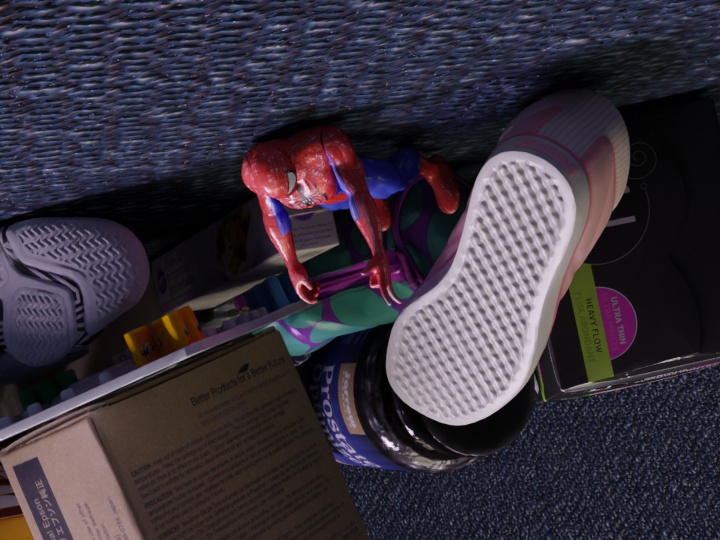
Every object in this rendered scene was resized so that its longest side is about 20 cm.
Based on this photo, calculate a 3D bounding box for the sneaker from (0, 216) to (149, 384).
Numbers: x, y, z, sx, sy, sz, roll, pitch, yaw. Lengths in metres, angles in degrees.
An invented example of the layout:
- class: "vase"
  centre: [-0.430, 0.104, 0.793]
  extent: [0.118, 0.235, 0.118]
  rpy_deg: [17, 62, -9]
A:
- class: "sneaker"
  centre: [-0.178, 0.016, 0.905]
  extent: [0.199, 0.075, 0.115]
  rpy_deg: [-23, 179, 28]

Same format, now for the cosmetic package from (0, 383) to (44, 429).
- class: "cosmetic package"
  centre: [-0.302, 0.136, 1.028]
  extent: [0.090, 0.200, 0.107]
  rpy_deg: [14, 144, 29]

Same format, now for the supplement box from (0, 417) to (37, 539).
- class: "supplement box"
  centre: [-0.244, 0.207, 0.945]
  extent: [0.132, 0.201, 0.197]
  rpy_deg: [19, -169, 31]

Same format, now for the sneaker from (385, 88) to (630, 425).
- class: "sneaker"
  centre: [0.082, -0.009, 0.846]
  extent: [0.105, 0.075, 0.201]
  rpy_deg: [-51, 168, -45]

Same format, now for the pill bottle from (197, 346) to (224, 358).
- class: "pill bottle"
  centre: [-0.152, 0.107, 1.236]
  extent: [0.113, 0.114, 0.200]
  rpy_deg: [-10, 171, -19]

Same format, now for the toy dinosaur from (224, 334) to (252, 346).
- class: "toy dinosaur"
  centre: [-0.040, 0.037, 1.245]
  extent: [0.199, 0.058, 0.101]
  rpy_deg: [-18, -175, 16]

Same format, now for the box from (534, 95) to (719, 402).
- class: "box"
  centre: [0.156, -0.005, 0.994]
  extent: [0.124, 0.149, 0.200]
  rpy_deg: [-13, 174, 0]

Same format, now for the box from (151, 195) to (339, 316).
- class: "box"
  centre: [-0.074, -0.010, 0.994]
  extent: [0.041, 0.039, 0.200]
  rpy_deg: [-9, 173, -27]

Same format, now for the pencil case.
- class: "pencil case"
  centre: [0.000, 0.000, 1.026]
  extent: [0.092, 0.085, 0.200]
  rpy_deg: [-27, -177, -37]

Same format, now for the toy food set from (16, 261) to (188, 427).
- class: "toy food set"
  centre: [-0.196, 0.086, 1.123]
  extent: [0.199, 0.144, 0.060]
  rpy_deg: [-17, 170, 32]

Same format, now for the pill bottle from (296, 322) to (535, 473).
- class: "pill bottle"
  centre: [0.033, 0.079, 1.107]
  extent: [0.111, 0.112, 0.200]
  rpy_deg: [-10, 180, -24]

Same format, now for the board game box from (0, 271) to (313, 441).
- class: "board game box"
  centre: [-0.142, 0.057, 0.912]
  extent: [0.199, 0.026, 0.200]
  rpy_deg: [-24, 180, 17]

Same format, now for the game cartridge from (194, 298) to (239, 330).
- class: "game cartridge"
  centre: [-0.153, 0.042, 1.319]
  extent: [0.199, 0.041, 0.133]
  rpy_deg: [-16, 169, 27]

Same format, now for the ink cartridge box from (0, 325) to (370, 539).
- class: "ink cartridge box"
  centre: [-0.088, 0.138, 0.920]
  extent: [0.075, 0.165, 0.200]
  rpy_deg: [-25, 178, 29]

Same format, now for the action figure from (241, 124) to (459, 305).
- class: "action figure"
  centre: [-0.001, -0.020, 0.825]
  extent: [0.065, 0.099, 0.200]
  rpy_deg: [-16, 170, 21]
